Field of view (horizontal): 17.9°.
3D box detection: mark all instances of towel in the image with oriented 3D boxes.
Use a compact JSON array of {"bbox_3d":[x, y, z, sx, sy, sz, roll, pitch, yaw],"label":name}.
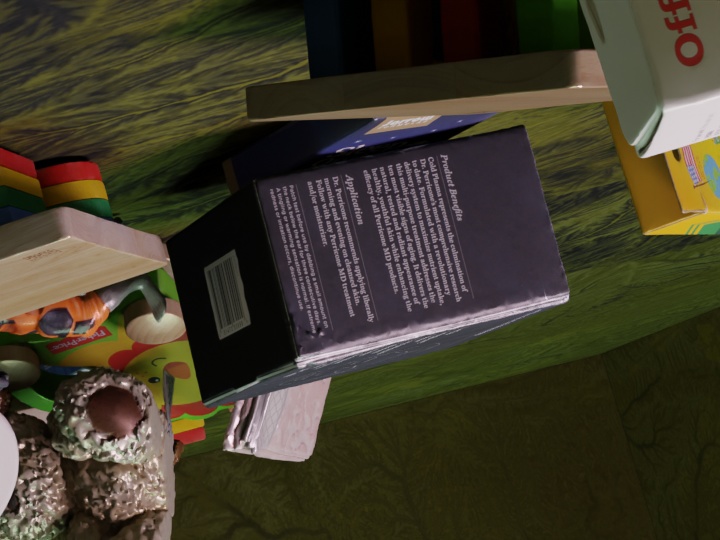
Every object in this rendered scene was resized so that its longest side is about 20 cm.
[{"bbox_3d":[-0.045,0.050,1.782,0.032,0.202,0.191,15,179,13],"label":"towel"}]

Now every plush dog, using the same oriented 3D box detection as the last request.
[{"bbox_3d":[-0.229,0.156,1.731,0.170,0.202,0.161,-1,-165,5],"label":"plush dog"}]

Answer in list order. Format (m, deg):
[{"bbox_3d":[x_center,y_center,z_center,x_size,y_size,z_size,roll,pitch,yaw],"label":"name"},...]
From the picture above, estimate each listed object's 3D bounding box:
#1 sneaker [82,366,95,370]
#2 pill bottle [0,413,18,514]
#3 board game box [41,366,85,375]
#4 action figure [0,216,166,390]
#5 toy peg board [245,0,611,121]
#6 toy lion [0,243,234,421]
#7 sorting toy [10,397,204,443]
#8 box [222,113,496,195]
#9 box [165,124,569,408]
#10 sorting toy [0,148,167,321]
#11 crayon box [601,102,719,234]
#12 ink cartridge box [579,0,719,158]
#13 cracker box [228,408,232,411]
[{"bbox_3d":[-0.158,0.016,1.805,0.198,0.077,0.089,-19,148,10],"label":"sneaker"},{"bbox_3d":[-0.334,0.110,1.559,0.113,0.115,0.199,-9,-157,-43],"label":"pill bottle"},{"bbox_3d":[-0.182,0.057,2.051,0.198,0.044,0.199,-11,171,-40],"label":"board game box"},{"bbox_3d":[-0.256,0.016,1.544,0.192,0.106,0.199,-3,-168,-33],"label":"action figure"},{"bbox_3d":[0.076,-0.132,1.149,0.198,0.099,0.199,-2,-178,38],"label":"toy peg board"},{"bbox_3d":[-0.174,0.067,1.773,0.198,0.069,0.192,-18,146,13],"label":"toy lion"},{"bbox_3d":[-0.241,0.143,2.196,0.197,0.070,0.200,-10,-176,-13],"label":"sorting toy"},{"bbox_3d":[0.014,-0.093,1.444,0.120,0.033,0.200,-11,170,-37],"label":"box"},{"bbox_3d":[0.000,0.000,1.500,0.195,0.125,0.200,-11,174,-23],"label":"box"},{"bbox_3d":[-0.238,-0.013,1.329,0.198,0.070,0.199,-18,173,9],"label":"sorting toy"},{"bbox_3d":[0.217,-0.091,1.542,0.050,0.128,0.200,-20,171,27],"label":"crayon box"},{"bbox_3d":[0.193,-0.150,0.973,0.198,0.146,0.084,-16,171,-3],"label":"ink cartridge box"},{"bbox_3d":[-0.045,0.060,2.142,0.133,0.058,0.200,-25,-178,21],"label":"cracker box"}]
